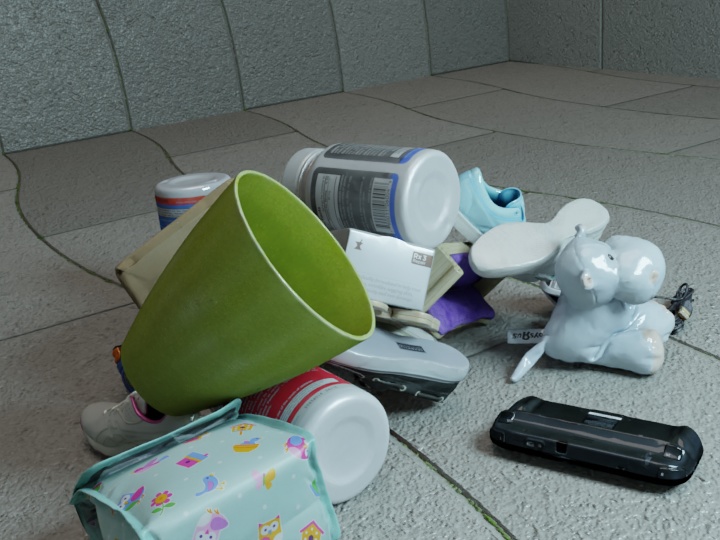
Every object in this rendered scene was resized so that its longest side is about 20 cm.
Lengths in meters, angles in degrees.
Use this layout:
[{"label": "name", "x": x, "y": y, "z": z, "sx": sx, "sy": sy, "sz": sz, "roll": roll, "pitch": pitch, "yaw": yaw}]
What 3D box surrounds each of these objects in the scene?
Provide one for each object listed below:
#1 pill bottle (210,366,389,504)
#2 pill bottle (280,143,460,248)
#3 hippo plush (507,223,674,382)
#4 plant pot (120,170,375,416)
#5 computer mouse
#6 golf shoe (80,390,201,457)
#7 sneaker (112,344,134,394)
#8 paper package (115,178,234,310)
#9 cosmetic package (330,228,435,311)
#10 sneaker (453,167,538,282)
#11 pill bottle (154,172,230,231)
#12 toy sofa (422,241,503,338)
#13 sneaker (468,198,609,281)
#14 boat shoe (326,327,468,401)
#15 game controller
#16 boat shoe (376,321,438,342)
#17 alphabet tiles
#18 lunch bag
[{"label": "pill bottle", "x": -0.073, "y": 0.145, "z": 0.891, "sx": 0.112, "sy": 0.113, "sz": 0.199, "roll": -20, "pitch": 25, "yaw": -34}, {"label": "pill bottle", "x": 0.007, "y": -0.091, "z": 1.045, "sx": 0.199, "sy": 0.115, "sz": 0.114, "roll": 11, "pitch": 26, "yaw": 39}, {"label": "hippo plush", "x": 0.271, "y": 0.019, "z": 1.034, "sx": 0.199, "sy": 0.162, "sz": 0.160, "roll": -1, "pitch": 36, "yaw": 7}, {"label": "plant pot", "x": -0.120, "y": 0.043, "z": 0.825, "sx": 0.200, "sy": 0.187, "sz": 0.187, "roll": -38, "pitch": 13, "yaw": 17}, {"label": "computer mouse", "x": 0.338, "y": 0.041, "z": 1.178, "sx": 0.199, "sy": 0.044, "sz": 0.110, "roll": 9, "pitch": 28, "yaw": 20}, {"label": "golf shoe", "x": -0.227, "y": 0.156, "z": 0.935, "sx": 0.199, "sy": 0.092, "sz": 0.075, "roll": 8, "pitch": 25, "yaw": 36}, {"label": "sneaker", "x": -0.195, "y": 0.111, "z": 1.071, "sx": 0.199, "sy": 0.079, "sz": 0.075, "roll": -11, "pitch": -4, "yaw": 1}, {"label": "paper package", "x": -0.188, "y": -0.012, "z": 1.121, "sx": 0.190, "sy": 0.104, "sz": 0.200, "roll": -38, "pitch": -4, "yaw": -4}, {"label": "cosmetic package", "x": 0.000, "y": 0.000, "z": 0.999, "sx": 0.101, "sy": 0.075, "sz": 0.200, "roll": 13, "pitch": -2, "yaw": -14}, {"label": "sneaker", "x": 0.186, "y": -0.056, "z": 1.115, "sx": 0.082, "sy": 0.200, "sz": 0.074, "roll": -40, "pitch": 37, "yaw": 25}, {"label": "pill bottle", "x": -0.228, "y": -0.033, "z": 1.282, "sx": 0.111, "sy": 0.201, "sz": 0.112, "roll": -5, "pitch": 17, "yaw": 1}, {"label": "toy sofa", "x": 0.129, "y": 0.013, "z": 1.119, "sx": 0.098, "sy": 0.083, "sz": 0.200, "roll": 51, "pitch": 25, "yaw": 17}, {"label": "sneaker", "x": 0.218, "y": -0.016, "z": 1.085, "sx": 0.199, "sy": 0.089, "sz": 0.075, "roll": -18, "pitch": 49, "yaw": -23}, {"label": "boat shoe", "x": 0.024, "y": 0.101, "z": 0.943, "sx": 0.199, "sy": 0.057, "sz": 0.069, "roll": 15, "pitch": 24, "yaw": -26}, {"label": "game controller", "x": 0.232, "y": 0.166, "z": 0.880, "sx": 0.199, "sy": 0.042, "sz": 0.104, "roll": 8, "pitch": 10, "yaw": 31}, {"label": "boat shoe", "x": 0.006, "y": 0.088, "z": 1.088, "sx": 0.201, "sy": 0.075, "sz": 0.065, "roll": 22, "pitch": 28, "yaw": 38}, {"label": "alphabet tiles", "x": -0.015, "y": 0.042, "z": 0.982, "sx": 0.199, "sy": 0.015, "sz": 0.196, "roll": 9, "pitch": -6, "yaw": 14}, {"label": "lunch bag", "x": -0.142, "y": 0.196, "z": 0.762, "sx": 0.170, "sy": 0.123, "sz": 0.200, "roll": -23, "pitch": 18, "yaw": -31}]
